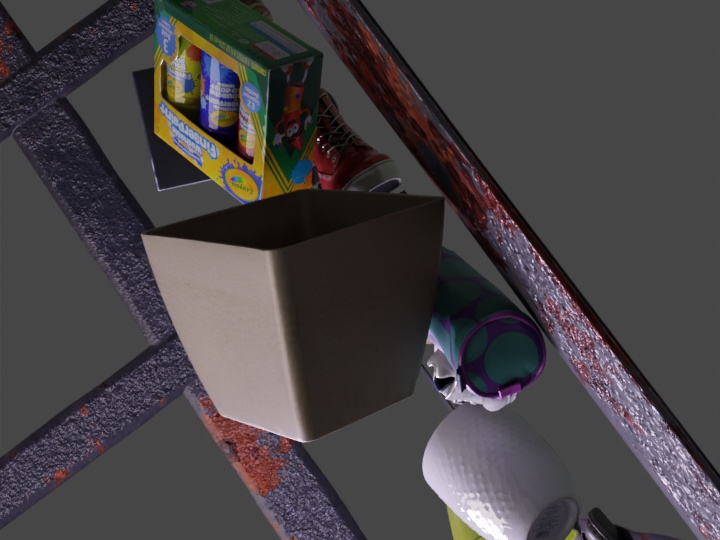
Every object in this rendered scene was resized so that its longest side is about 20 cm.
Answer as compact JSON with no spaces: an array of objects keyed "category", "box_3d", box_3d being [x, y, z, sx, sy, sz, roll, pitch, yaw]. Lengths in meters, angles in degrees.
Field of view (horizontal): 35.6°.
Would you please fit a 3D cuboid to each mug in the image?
[{"category":"mug","box_3d":[0.204,0.273,1.429,0.199,0.149,0.175,16,-163,-42]}]

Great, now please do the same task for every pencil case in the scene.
[{"category":"pencil case","box_3d":[0.092,0.044,1.039,0.200,0.084,0.094,-130,32,-62]}]

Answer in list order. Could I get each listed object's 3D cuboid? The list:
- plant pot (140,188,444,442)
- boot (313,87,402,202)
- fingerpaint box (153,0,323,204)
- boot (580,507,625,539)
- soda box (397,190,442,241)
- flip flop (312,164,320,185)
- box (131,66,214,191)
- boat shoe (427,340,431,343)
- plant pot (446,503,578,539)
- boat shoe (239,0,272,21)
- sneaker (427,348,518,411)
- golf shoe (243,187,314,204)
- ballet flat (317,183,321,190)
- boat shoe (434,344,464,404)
[{"category":"plant pot","box_3d":[-0.049,0.037,0.996,0.199,0.198,0.180,7,109,47]},{"category":"boot","box_3d":[-0.024,-0.132,1.147,0.146,0.072,0.200,66,170,-3]},{"category":"fingerpaint box","box_3d":[-0.133,-0.180,1.156,0.199,0.073,0.168,38,136,34]},{"category":"boot","box_3d":[0.252,0.384,1.357,0.069,0.173,0.201,51,175,37]},{"category":"soda box","box_3d":[0.022,0.000,1.221,0.071,0.063,0.200,53,156,14]},{"category":"flip flop","box_3d":[-0.043,-0.151,1.337,0.082,0.057,0.200,60,160,-13]},{"category":"box","box_3d":[-0.225,-0.189,1.457,0.200,0.106,0.151,-144,42,-80]},{"category":"boat shoe","box_3d":[0.075,0.036,1.388,0.070,0.070,0.200,22,163,6]},{"category":"plant pot","box_3d":[0.220,0.376,1.810,0.201,0.198,0.195,61,-175,-62]},{"category":"boat shoe","box_3d":[-0.147,-0.283,1.274,0.068,0.071,0.200,59,173,-3]},{"category":"sneaker","box_3d":[0.123,0.115,1.280,0.075,0.087,0.200,49,175,34]},{"category":"golf shoe","box_3d":[-0.101,-0.062,1.417,0.097,0.078,0.201,28,146,25]},{"category":"ballet flat","box_3d":[0.002,-0.075,1.338,0.072,0.072,0.200,56,177,-26]},{"category":"boat shoe","box_3d":[0.144,0.140,1.467,0.067,0.069,0.201,54,169,29]}]
